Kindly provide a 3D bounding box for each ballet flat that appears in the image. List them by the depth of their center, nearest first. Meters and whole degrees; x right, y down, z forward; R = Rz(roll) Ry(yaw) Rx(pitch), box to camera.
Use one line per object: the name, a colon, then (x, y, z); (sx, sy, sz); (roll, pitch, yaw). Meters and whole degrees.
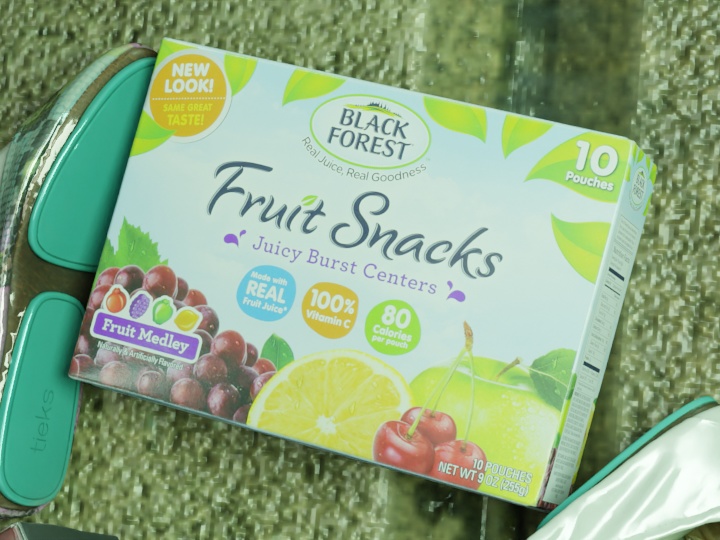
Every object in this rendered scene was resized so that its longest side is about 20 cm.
ballet flat: (0.069, 0.121, 0.834); (0.200, 0.069, 0.069); (-33, 71, -6)
ballet flat: (-0.134, 0.000, 0.952); (0.071, 0.069, 0.200); (12, 85, 41)

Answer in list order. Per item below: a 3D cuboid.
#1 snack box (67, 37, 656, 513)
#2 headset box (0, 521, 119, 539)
snack box: (0.000, 0.000, 0.905); (0.200, 0.053, 0.142); (14, 84, 21)
headset box: (-0.132, 0.187, 0.782); (0.200, 0.077, 0.149); (-32, 70, 13)
